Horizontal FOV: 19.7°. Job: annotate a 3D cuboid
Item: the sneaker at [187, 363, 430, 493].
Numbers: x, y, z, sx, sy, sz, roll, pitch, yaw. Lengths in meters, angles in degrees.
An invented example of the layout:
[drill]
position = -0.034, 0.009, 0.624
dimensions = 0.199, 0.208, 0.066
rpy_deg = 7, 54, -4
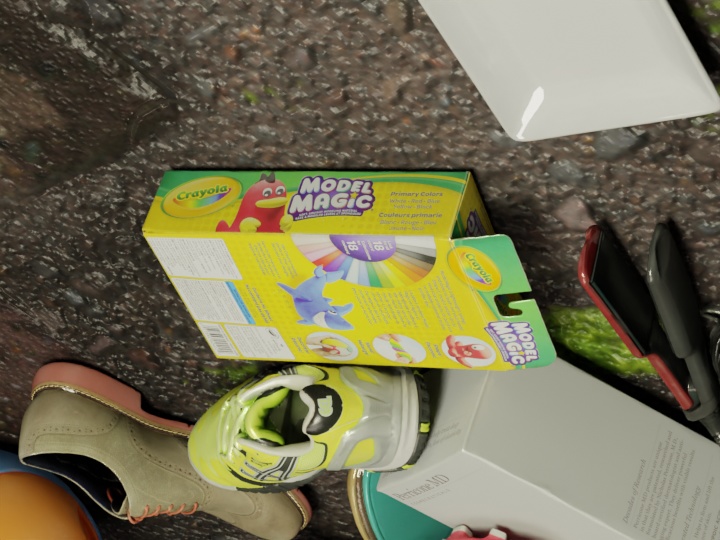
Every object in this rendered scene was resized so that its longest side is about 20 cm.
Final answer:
[sneaker]
position = -0.046, 0.082, 1.161
dimensions = 0.076, 0.076, 0.200
rpy_deg = 12, 161, -34

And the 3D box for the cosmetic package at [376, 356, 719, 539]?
[cosmetic package]
position = 0.124, 0.120, 1.149
dimensions = 0.200, 0.081, 0.113
rpy_deg = 26, 154, -14

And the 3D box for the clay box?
[clay box]
position = 0.000, 0.000, 1.073
dimensions = 0.199, 0.048, 0.115
rpy_deg = 1, 143, 22

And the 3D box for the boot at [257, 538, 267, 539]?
[boot]
position = 0.006, 0.250, 1.360
dimensions = 0.199, 0.096, 0.074
rpy_deg = 20, 172, -13

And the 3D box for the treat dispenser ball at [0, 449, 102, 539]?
[treat dispenser ball]
position = -0.264, 0.216, 1.369
dimensions = 0.200, 0.201, 0.201
rpy_deg = 12, 146, 9

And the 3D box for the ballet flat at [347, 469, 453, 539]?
[ballet flat]
position = 0.040, 0.165, 1.282
dimensions = 0.063, 0.069, 0.200
rpy_deg = 24, 159, 52

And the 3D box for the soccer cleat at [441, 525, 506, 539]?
[soccer cleat]
position = 0.038, 0.196, 1.179
dimensions = 0.067, 0.077, 0.200
rpy_deg = 34, 150, -26

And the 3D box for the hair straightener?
[hair straightener]
position = 0.179, 0.044, 1.057
dimensions = 0.077, 0.041, 0.200
rpy_deg = -3, 141, 29

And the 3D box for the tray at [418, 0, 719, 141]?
[tray]
position = 0.071, -0.132, 0.875
dimensions = 0.107, 0.022, 0.200
rpy_deg = -6, 140, 33

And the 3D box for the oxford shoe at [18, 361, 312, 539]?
[oxford shoe]
position = -0.125, 0.134, 1.299
dimensions = 0.200, 0.075, 0.070
rpy_deg = 26, 143, -14
